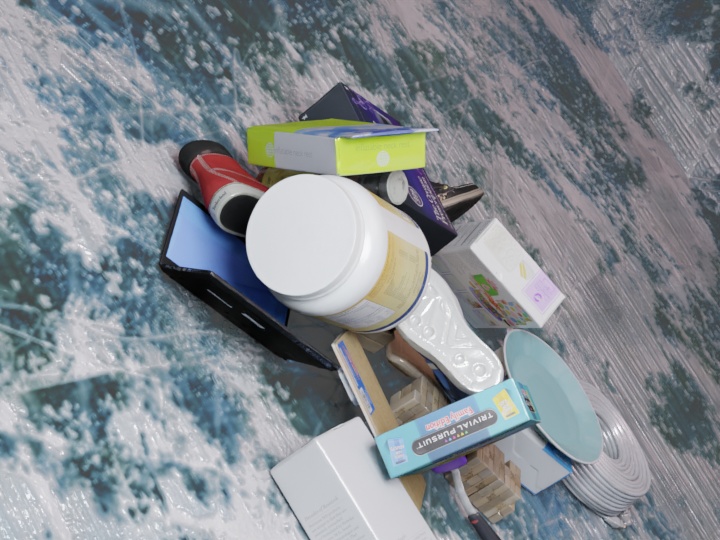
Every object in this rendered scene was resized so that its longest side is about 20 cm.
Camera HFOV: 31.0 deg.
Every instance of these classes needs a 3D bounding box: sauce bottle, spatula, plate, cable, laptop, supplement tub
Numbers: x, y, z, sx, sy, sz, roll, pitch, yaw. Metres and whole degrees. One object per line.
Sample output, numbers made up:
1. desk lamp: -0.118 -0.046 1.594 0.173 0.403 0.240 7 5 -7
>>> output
1. sauce bottle: -0.034 -0.095 1.505 0.066 0.199 0.067 -4 95 -53
2. spatula: 0.124 0.266 1.503 0.201 0.056 0.021 58 40 -7
3. plate: 0.243 0.166 1.680 0.200 0.026 0.201 39 28 -26
4. cable: 0.323 0.245 1.821 0.200 0.069 0.201 33 33 -36
5. laptop: -0.109 0.007 1.354 0.177 0.200 0.104 38 74 -27
6. supplement tub: -0.021 -0.017 1.357 0.145 0.144 0.200 64 16 21

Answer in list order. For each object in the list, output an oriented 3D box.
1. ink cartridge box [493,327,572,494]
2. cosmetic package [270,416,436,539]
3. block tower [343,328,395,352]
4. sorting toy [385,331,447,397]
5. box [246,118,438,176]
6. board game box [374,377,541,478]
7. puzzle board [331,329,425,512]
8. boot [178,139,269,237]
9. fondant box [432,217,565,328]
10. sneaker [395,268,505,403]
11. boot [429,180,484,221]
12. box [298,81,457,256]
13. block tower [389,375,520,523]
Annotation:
1. ink cartridge box: 0.211 0.180 1.717 0.116 0.068 0.201 40 29 -25
2. cosmetic package: 0.006 0.255 1.287 0.201 0.074 0.102 57 26 11
3. block tower: 0.000 0.000 1.588 0.058 0.054 0.201 29 36 -42
4. sorting toy: 0.092 0.106 1.656 0.185 0.036 0.201 40 25 -26
5. box: -0.022 -0.136 1.415 0.121 0.199 0.048 -10 104 -36
6. board game box: 0.108 0.167 1.362 0.200 0.150 0.047 30 36 -77
7. puzzle board: 0.018 0.161 1.402 0.201 0.017 0.151 64 7 -1
8. boot: -0.116 -0.079 1.483 0.200 0.073 0.144 30 15 -45
9. fondant box: 0.166 0.007 1.732 0.144 0.058 0.200 47 -16 -13
10. sneaker: 0.095 0.085 1.529 0.200 0.080 0.147 50 -9 16
11. boot: 0.070 -0.130 1.821 0.199 0.073 0.151 -20 70 -37
12. box: 0.021 -0.117 1.602 0.141 0.079 0.201 23 35 -50
13. block tower: 0.113 0.210 1.536 0.200 0.054 0.058 44 27 -20
